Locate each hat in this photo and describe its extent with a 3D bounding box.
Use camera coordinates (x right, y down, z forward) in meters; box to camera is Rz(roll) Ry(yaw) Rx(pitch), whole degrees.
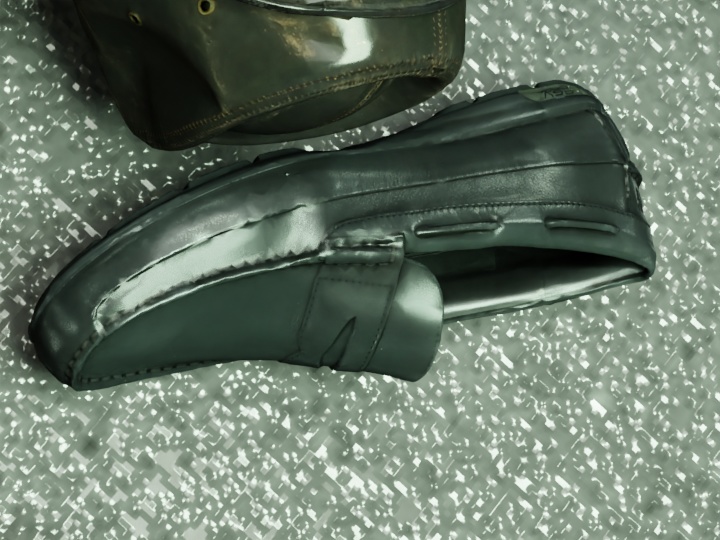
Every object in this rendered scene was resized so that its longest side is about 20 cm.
[{"bbox_3d":[-0.027,-0.075,0.778,0.200,0.200,0.081,-8,97,-21],"label":"hat"}]

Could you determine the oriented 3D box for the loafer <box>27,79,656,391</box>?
[{"bbox_3d":[0.000,0.000,0.821,0.200,0.068,0.071,-18,69,-26],"label":"loafer"}]
